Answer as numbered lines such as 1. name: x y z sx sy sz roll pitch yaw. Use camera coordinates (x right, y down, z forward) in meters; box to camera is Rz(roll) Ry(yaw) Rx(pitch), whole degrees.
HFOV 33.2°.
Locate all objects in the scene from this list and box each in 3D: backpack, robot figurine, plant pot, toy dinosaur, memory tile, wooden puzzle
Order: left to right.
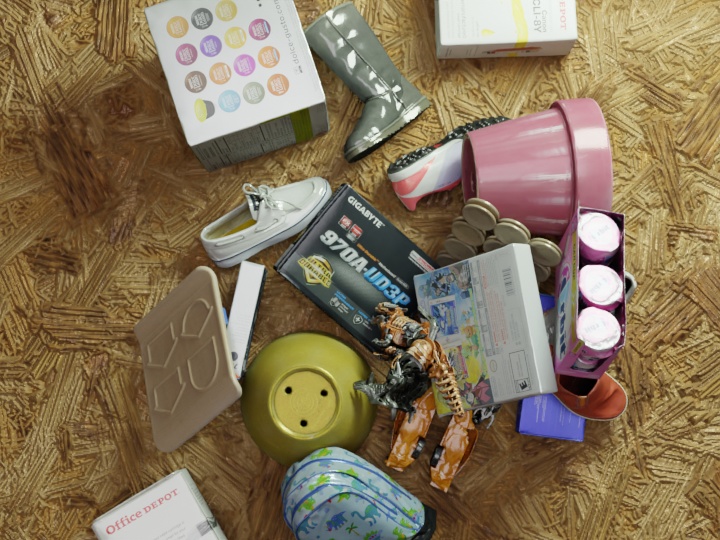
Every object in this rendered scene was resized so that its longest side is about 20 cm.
1. wooden puzzle: -0.232 0.124 1.665 0.185 0.046 0.201 -40 55 33
2. plant pot: -0.073 0.181 1.678 0.199 0.142 0.201 0 85 -1
3. backpack: -0.017 0.330 1.635 0.163 0.154 0.200 -36 102 17
4. toy dinosaur: 0.068 0.127 1.634 0.102 0.200 0.136 31 103 -30
5. robot figurine: 0.116 0.202 1.719 0.144 0.058 0.201 24 86 1
6. memory tile: 0.188 -0.019 1.674 0.153 0.200 0.017 29 63 3
7. plant pot: 0.237 -0.133 1.672 0.178 0.200 0.201 -4 85 -5

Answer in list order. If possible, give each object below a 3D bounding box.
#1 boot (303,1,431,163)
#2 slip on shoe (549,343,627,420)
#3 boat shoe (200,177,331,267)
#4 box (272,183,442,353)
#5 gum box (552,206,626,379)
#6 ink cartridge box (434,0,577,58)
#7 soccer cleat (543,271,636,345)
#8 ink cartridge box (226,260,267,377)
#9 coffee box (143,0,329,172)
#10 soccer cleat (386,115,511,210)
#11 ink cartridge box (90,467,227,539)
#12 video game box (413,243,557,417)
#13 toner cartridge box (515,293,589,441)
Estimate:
1. boot: -0.013 -0.272 1.737 0.182 0.073 0.200 -41 94 -33
2. slip on shoe: 0.307 0.158 1.659 0.200 0.061 0.074 33 77 -37
3. boat shoe: -0.140 -0.088 1.720 0.201 0.086 0.075 -29 47 2
4. box: 0.000 0.000 1.718 0.200 0.046 0.159 41 85 -12
5. gum box: 0.296 0.035 1.569 0.066 0.114 0.201 8 63 -3
6. ink cartridge box: 0.209 -0.390 1.755 0.199 0.083 0.146 -2 85 -1
7. soccer cleat: 0.300 0.067 1.674 0.200 0.085 0.069 -36 87 -4
8. ink cartridge box: -0.171 0.089 1.706 0.039 0.099 0.201 14 86 -2
9. coffee box: -0.167 -0.275 1.685 0.197 0.200 0.201 -18 85 -1
10. soccer cleat: 0.137 -0.159 1.753 0.199 0.068 0.073 -27 110 -6
11. ink cartridge box: -0.260 0.397 1.688 0.146 0.083 0.201 -30 87 -3
12. video game box: 0.165 0.083 1.626 0.182 0.047 0.201 -18 77 40
13. toner cartridge box: 0.281 0.139 1.733 0.094 0.043 0.201 8 85 -1
